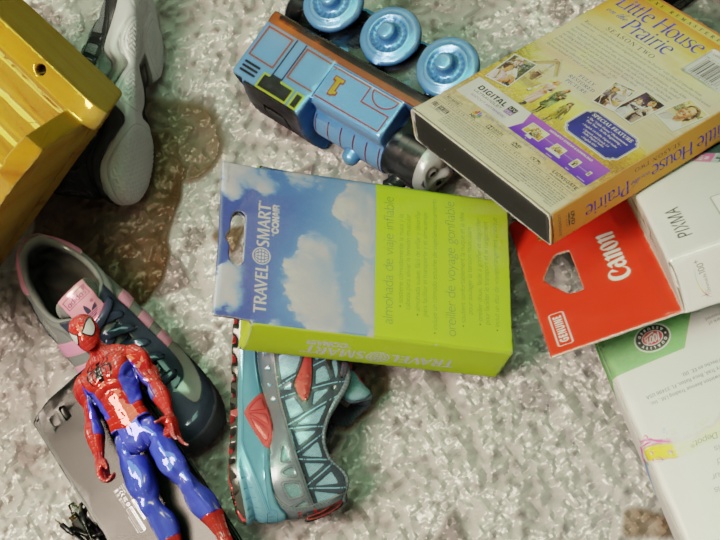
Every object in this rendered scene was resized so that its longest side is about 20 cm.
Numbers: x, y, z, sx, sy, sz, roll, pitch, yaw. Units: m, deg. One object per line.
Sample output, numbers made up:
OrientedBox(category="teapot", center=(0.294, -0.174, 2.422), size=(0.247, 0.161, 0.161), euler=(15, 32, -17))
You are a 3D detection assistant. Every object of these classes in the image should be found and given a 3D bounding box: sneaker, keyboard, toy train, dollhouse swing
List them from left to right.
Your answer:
OrientedBox(category="dollhouse swing", center=(-0.292, -0.075, 1.130), size=(0.182, 0.176, 0.200), euler=(43, 108, 10))
OrientedBox(category="sneaker", center=(-0.216, -0.142, 1.246), size=(0.114, 0.076, 0.201), euler=(-4, 66, 10))
OrientedBox(category="sneaker", center=(-0.175, 0.049, 1.137), size=(0.070, 0.082, 0.200), euler=(-45, 62, -11))
OrientedBox(category="keyboard", center=(-0.148, 0.161, 1.097), size=(0.104, 0.040, 0.200), euler=(-37, 73, 7))
OrientedBox(category="sneaker", center=(-0.040, 0.076, 1.106), size=(0.095, 0.079, 0.201), euler=(2, 68, -3))
OrientedBox(category="toy train", center=(0.010, -0.130, 1.180), size=(0.200, 0.087, 0.114), euler=(33, 85, 24))

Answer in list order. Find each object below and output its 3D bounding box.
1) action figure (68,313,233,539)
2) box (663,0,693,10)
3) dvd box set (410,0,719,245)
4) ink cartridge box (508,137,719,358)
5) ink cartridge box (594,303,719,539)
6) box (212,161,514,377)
OrientedBox(category="action figure", center=(-0.140, 0.114, 1.060), size=(0.065, 0.052, 0.200), euler=(-34, 72, 12))
OrientedBox(category="box", center=(0.203, -0.302, 1.143), size=(0.124, 0.200, 0.149), euler=(-34, 61, -3))
OrientedBox(category="dvd box set", center=(0.155, -0.108, 1.078), size=(0.200, 0.029, 0.146), euler=(-31, 48, -20))
OrientedBox(category="ink cartridge box", center=(0.184, -0.034, 1.046), size=(0.173, 0.044, 0.200), euler=(-18, 25, 5))
OrientedBox(category="ink cartridge box", center=(0.244, 0.102, 0.996), size=(0.145, 0.088, 0.200), euler=(-22, 58, 4))
OrientedBox(category="box", center=(0.000, 0.000, 1.085), size=(0.199, 0.048, 0.122), euler=(7, 60, -12))
